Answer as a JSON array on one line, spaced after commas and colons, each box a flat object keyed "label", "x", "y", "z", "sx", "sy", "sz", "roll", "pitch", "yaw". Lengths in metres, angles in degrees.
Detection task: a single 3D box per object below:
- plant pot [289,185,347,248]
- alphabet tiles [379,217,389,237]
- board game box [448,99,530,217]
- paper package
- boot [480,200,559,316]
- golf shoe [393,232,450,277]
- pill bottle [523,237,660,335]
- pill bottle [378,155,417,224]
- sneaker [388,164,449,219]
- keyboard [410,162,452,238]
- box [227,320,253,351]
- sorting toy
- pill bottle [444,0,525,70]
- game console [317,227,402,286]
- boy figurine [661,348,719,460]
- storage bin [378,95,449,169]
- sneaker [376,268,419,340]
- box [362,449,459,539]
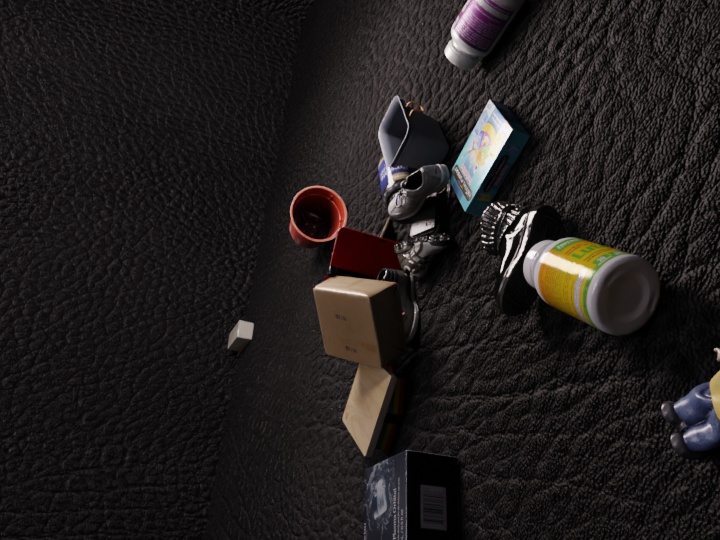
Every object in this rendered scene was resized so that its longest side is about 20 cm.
[{"label": "plant pot", "x": -0.166, "y": -0.175, "z": 2.307, "sx": 0.195, "sy": 0.200, "sz": 0.202, "roll": 139, "pitch": 142, "yaw": -71}, {"label": "alphabet tiles", "x": 0.039, "y": -0.048, "z": 1.803, "sx": 0.200, "sy": 0.008, "sz": 0.168, "roll": -66, "pitch": -1, "yaw": -68}, {"label": "board game box", "x": 0.267, "y": -0.239, "z": 1.373, "sx": 0.151, "sy": 0.047, "sz": 0.201, "roll": -103, "pitch": 34, "yaw": -52}, {"label": "paper package", "x": -0.001, "y": 0.120, "z": 1.546, "sx": 0.199, "sy": 0.103, "sz": 0.192, "roll": 5, "pitch": 111, "yaw": 44}, {"label": "boot", "x": 0.267, "y": -0.026, "z": 1.174, "sx": 0.158, "sy": 0.079, "sz": 0.212, "roll": 12, "pitch": 77, "yaw": 63}, {"label": "golf shoe", "x": 0.155, "y": -0.034, "z": 1.523, "sx": 0.200, "sy": 0.077, "sz": 0.095, "roll": 164, "pitch": 96, "yaw": -66}, {"label": "pill bottle", "x": 0.326, "y": 0.013, "z": 0.947, "sx": 0.200, "sy": 0.111, "sz": 0.112, "roll": -142, "pitch": 68, "yaw": -68}, {"label": "pill bottle", "x": 0.109, "y": -0.219, "z": 1.688, "sx": 0.201, "sy": 0.111, "sz": 0.112, "roll": -96, "pitch": 28, "yaw": -43}, {"label": "sneaker", "x": 0.117, "y": -0.191, "z": 1.511, "sx": 0.200, "sy": 0.082, "sz": 0.075, "roll": -43, "pitch": 52, "yaw": 44}, {"label": "keyboard", "x": 0.177, "y": -0.175, "z": 1.546, "sx": 0.127, "sy": 0.021, "sz": 0.201, "roll": -22, "pitch": 48, "yaw": 39}, {"label": "box", "x": -0.612, "y": 0.335, "z": 3.285, "sx": 0.200, "sy": 0.077, "sz": 0.095, "roll": 137, "pitch": 143, "yaw": -56}, {"label": "sorting toy", "x": 0.041, "y": 0.319, "z": 1.564, "sx": 0.200, "sy": 0.069, "sz": 0.200, "roll": -143, "pitch": 69, "yaw": -69}, {"label": "pill bottle", "x": 0.277, "y": -0.565, "z": 1.474, "sx": 0.200, "sy": 0.112, "sz": 0.113, "roll": 125, "pitch": 151, "yaw": -43}, {"label": "game console", "x": 0.000, "y": 0.000, "z": 1.701, "sx": 0.172, "sy": 0.199, "sz": 0.119, "roll": 129, "pitch": 149, "yaw": -50}, {"label": "boy figurine", "x": 0.418, "y": 0.131, "z": 0.692, "sx": 0.200, "sy": 0.064, "sz": 0.125, "roll": 127, "pitch": 151, "yaw": -45}, {"label": "storage bin", "x": 0.143, "y": -0.346, "z": 1.650, "sx": 0.201, "sy": 0.134, "sz": 0.146, "roll": -102, "pitch": 32, "yaw": -49}, {"label": "sneaker", "x": 0.083, "y": 0.078, "z": 1.574, "sx": 0.071, "sy": 0.099, "sz": 0.201, "roll": -51, "pitch": 32, "yaw": 45}, {"label": "box", "x": 0.094, "y": 0.473, "z": 1.252, "sx": 0.200, "sy": 0.117, "sz": 0.198, "roll": 132, "pitch": 146, "yaw": -54}]
